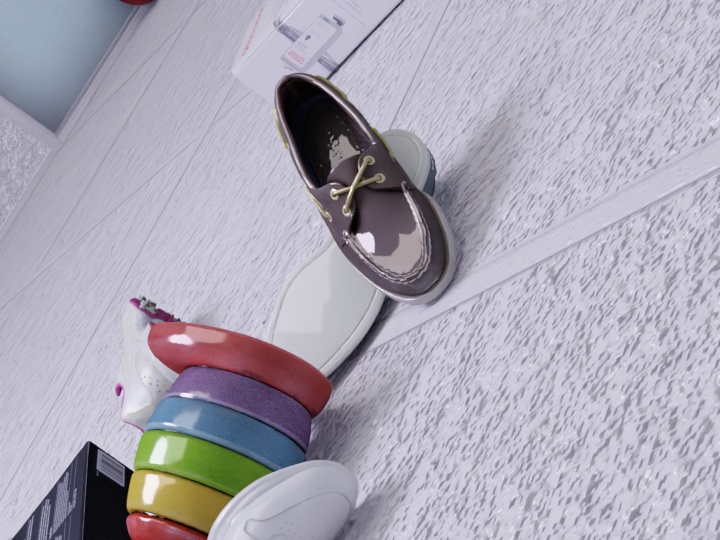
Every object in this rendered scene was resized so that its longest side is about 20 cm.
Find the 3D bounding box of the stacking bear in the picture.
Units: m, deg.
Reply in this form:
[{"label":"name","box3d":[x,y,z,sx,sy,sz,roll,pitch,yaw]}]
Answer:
[{"label":"stacking bear","box3d":[-0.100,0.147,0.955,0.113,0.121,0.201,-7,57,53]}]

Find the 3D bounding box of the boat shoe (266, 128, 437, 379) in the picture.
[{"label":"boat shoe","box3d":[0.000,0.000,1.077,0.201,0.072,0.062,-64,-24,-10]}]

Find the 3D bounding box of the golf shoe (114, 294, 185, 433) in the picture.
[{"label":"golf shoe","box3d":[-0.193,0.082,1.374,0.092,0.075,0.200,-56,16,3]}]

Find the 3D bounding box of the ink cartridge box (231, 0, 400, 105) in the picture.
[{"label":"ink cartridge box","box3d":[-0.038,-0.284,1.641,0.200,0.083,0.147,-42,21,32]}]

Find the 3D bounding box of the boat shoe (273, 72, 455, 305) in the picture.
[{"label":"boat shoe","box3d":[-0.003,-0.058,1.023,0.072,0.060,0.200,-37,51,9]}]

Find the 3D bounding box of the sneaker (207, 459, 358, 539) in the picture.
[{"label":"sneaker","box3d":[-0.063,0.196,0.853,0.200,0.075,0.100,-47,47,-3]}]

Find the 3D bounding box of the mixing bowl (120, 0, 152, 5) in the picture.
[{"label":"mixing bowl","box3d":[-0.522,-0.706,3.637,0.200,0.108,0.201,-30,34,23]}]

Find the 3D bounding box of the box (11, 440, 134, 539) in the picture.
[{"label":"box","box3d":[-0.214,0.237,1.122,0.141,0.079,0.200,-49,18,9]}]
